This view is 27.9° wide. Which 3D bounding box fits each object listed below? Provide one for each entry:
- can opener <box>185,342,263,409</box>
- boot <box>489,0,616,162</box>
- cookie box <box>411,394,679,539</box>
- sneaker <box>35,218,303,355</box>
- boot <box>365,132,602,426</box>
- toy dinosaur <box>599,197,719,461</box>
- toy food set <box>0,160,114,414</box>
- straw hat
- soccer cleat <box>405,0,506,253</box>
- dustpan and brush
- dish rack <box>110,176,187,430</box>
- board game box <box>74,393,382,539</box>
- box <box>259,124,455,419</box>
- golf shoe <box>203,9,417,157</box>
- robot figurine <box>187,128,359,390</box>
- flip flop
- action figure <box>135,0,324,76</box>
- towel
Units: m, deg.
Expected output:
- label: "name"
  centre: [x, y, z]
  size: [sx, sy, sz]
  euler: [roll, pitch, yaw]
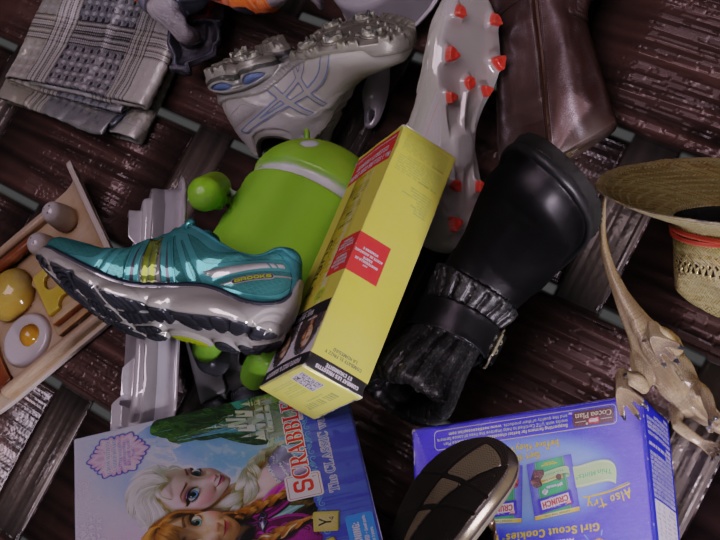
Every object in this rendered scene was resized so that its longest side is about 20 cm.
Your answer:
- label: "can opener"
  centre: [-0.104, 0.111, 1.125]
  size: [0.052, 0.066, 0.201]
  euler: [-27, 67, 21]
- label: "boot"
  centre: [0.175, -0.179, 1.079]
  size: [0.186, 0.064, 0.202]
  euler: [-22, 59, 34]
- label: "cookie box"
  centre: [0.124, 0.199, 0.962]
  size: [0.170, 0.075, 0.202]
  euler: [-11, 67, 26]
- label: "sneaker"
  centre: [-0.131, 0.005, 1.015]
  size: [0.198, 0.078, 0.080]
  euler: [11, 64, 18]
- label: "boot"
  centre: [0.076, 0.015, 0.968]
  size: [0.079, 0.211, 0.158]
  euler: [40, 68, 13]
- label: "toy dinosaur"
  centre: [0.191, 0.055, 0.938]
  size: [0.058, 0.101, 0.201]
  euler: [-36, 90, 21]
- label: "toy food set"
  centre: [-0.298, 0.017, 1.259]
  size: [0.200, 0.060, 0.144]
  euler: [-38, 59, 11]
- label: "straw hat"
  centre: [0.252, -0.013, 0.948]
  size: [0.200, 0.201, 0.086]
  euler: [9, 110, 30]
- label: "soccer cleat"
  centre: [0.062, -0.114, 1.094]
  size: [0.077, 0.069, 0.202]
  euler: [2, 88, 54]
- label: "dustpan and brush"
  centre: [0.019, -0.216, 1.190]
  size: [0.139, 0.057, 0.201]
  euler: [-1, 65, 39]
- label: "dish rack"
  centre: [-0.166, 0.042, 1.123]
  size: [0.043, 0.172, 0.202]
  euler: [4, 71, -13]
- label: "board game box"
  centre: [-0.088, 0.169, 0.958]
  size: [0.198, 0.041, 0.201]
  euler: [-14, 37, -3]
- label: "box"
  centre: [0.000, 0.000, 1.005]
  size: [0.075, 0.050, 0.201]
  euler: [-30, 32, 58]
- label: "golf shoe"
  centre: [-0.028, -0.146, 1.162]
  size: [0.199, 0.078, 0.098]
  euler: [-8, 111, 39]
- label: "robot figurine"
  centre: [-0.054, -0.013, 1.096]
  size: [0.175, 0.116, 0.201]
  euler: [29, 66, 0]
- label: "flip flop"
  centre: [0.052, 0.196, 0.927]
  size: [0.201, 0.057, 0.081]
  euler: [-68, 23, 12]
- label: "action figure"
  centre: [-0.129, -0.280, 1.228]
  size: [0.192, 0.105, 0.202]
  euler: [-10, 74, 16]
- label: "towel"
  centre: [-0.233, -0.224, 1.328]
  size: [0.191, 0.035, 0.201]
  euler: [18, 82, 31]
